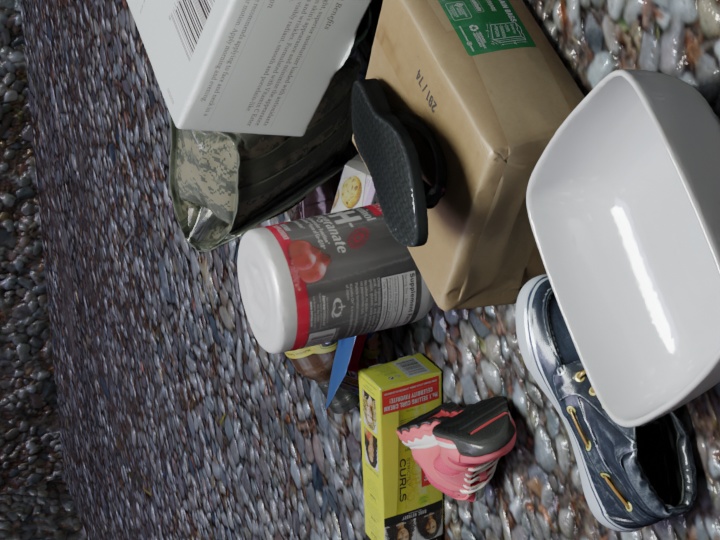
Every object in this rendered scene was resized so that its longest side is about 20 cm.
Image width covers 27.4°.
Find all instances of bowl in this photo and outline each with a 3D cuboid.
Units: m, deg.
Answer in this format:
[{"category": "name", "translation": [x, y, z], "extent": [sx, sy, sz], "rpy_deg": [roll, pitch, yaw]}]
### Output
[{"category": "bowl", "translation": [0.196, -0.014, 0.962], "extent": [0.200, 0.074, 0.201], "rpy_deg": [123, 132, -61]}]

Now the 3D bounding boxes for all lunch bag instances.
[{"category": "lunch bag", "translation": [-0.095, -0.115, 1.420], "extent": [0.117, 0.164, 0.201], "rpy_deg": [41, 148, 23]}]

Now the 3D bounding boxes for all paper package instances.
[{"category": "paper package", "translation": [0.087, -0.105, 1.159], "extent": [0.191, 0.103, 0.201], "rpy_deg": [105, 147, -48]}]

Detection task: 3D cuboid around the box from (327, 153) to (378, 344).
[{"category": "box", "translation": [-0.017, -0.020, 1.487], "extent": [0.041, 0.039, 0.201], "rpy_deg": [26, 121, 12]}]

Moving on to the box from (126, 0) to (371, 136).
[{"category": "box", "translation": [-0.096, -0.255, 1.259], "extent": [0.200, 0.130, 0.201], "rpy_deg": [-59, 43, 39]}]

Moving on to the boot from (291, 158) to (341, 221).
[{"category": "boot", "translation": [-0.061, -0.109, 1.601], "extent": [0.186, 0.064, 0.202], "rpy_deg": [-1, 101, 61]}]

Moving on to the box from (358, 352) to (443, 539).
[{"category": "box", "translation": [0.042, 0.188, 1.476], "extent": [0.050, 0.075, 0.202], "rpy_deg": [36, 133, 56]}]

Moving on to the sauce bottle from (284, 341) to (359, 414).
[{"category": "sauce bottle", "translation": [-0.059, 0.069, 1.614], "extent": [0.201, 0.065, 0.065], "rpy_deg": [60, 168, -27]}]

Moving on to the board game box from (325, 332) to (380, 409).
[{"category": "board game box", "translation": [0.008, 0.056, 1.510], "extent": [0.200, 0.039, 0.159], "rpy_deg": [116, 168, -67]}]

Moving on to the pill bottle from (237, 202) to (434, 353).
[{"category": "pill bottle", "translation": [0.000, 0.000, 1.304], "extent": [0.111, 0.198, 0.112], "rpy_deg": [168, 90, -69]}]

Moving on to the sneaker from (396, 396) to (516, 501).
[{"category": "sneaker", "translation": [0.102, 0.168, 1.342], "extent": [0.087, 0.073, 0.200], "rpy_deg": [65, 163, -3]}]

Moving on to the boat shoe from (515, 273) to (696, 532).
[{"category": "boat shoe", "translation": [0.183, 0.088, 1.070], "extent": [0.202, 0.070, 0.091], "rpy_deg": [68, 157, 8]}]

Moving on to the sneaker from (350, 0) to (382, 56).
[{"category": "sneaker", "translation": [-0.037, -0.303, 1.411], "extent": [0.118, 0.073, 0.202], "rpy_deg": [179, 70, -76]}]

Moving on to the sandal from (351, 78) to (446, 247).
[{"category": "sandal", "translation": [0.034, -0.090, 1.114], "extent": [0.201, 0.048, 0.076], "rpy_deg": [-109, 18, -54]}]
